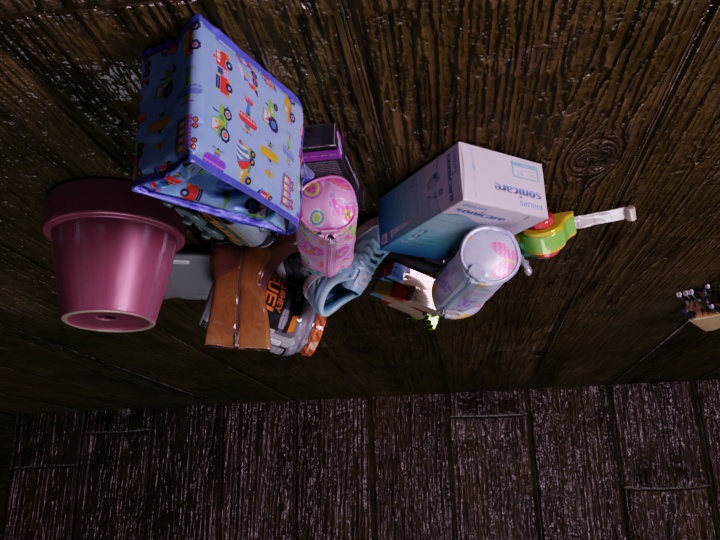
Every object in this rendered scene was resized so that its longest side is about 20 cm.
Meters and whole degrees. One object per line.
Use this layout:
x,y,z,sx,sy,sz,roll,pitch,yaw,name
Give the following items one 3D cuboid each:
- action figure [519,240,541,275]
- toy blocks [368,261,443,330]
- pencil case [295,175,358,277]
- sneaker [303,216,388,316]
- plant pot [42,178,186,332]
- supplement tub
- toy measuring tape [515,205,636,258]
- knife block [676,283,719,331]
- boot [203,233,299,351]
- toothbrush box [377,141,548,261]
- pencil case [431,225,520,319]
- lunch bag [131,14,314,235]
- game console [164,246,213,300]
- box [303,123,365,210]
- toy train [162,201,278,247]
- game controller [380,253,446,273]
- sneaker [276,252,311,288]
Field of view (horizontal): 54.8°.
0.233,-0.038,1.183,0.118,0.055,0.200,-10,156,32,action figure
0.082,0.037,1.253,0.136,0.100,0.200,22,169,-11,toy blocks
-0.046,-0.054,0.946,0.087,0.088,0.200,0,163,-4,pencil case
0.000,0.000,1.096,0.200,0.082,0.074,-44,133,12,sneaker
-0.357,-0.011,1.006,0.199,0.180,0.200,-1,163,0,plant pot
-0.165,0.072,1.196,0.200,0.123,0.123,20,157,-13,supplement tub
0.323,-0.061,1.078,0.199,0.074,0.074,-8,160,22,toy measuring tape
0.769,0.085,1.573,0.175,0.064,0.200,1,162,-6,knife block
-0.149,0.026,1.099,0.188,0.201,0.069,1,160,-9,boot
0.136,-0.086,0.967,0.146,0.086,0.200,8,160,-28,toothbrush box
0.157,0.008,0.983,0.091,0.083,0.200,-35,169,-17,pencil case
-0.117,-0.132,0.706,0.094,0.151,0.200,-15,157,37,lunch bag
-0.336,-0.005,1.279,0.199,0.117,0.176,1,132,-11,game console
-0.080,-0.125,0.915,0.143,0.036,0.200,-4,160,9,box
-0.179,-0.086,0.894,0.114,0.085,0.200,23,168,22,toy train
0.061,-0.030,1.224,0.104,0.042,0.200,1,168,45,game controller
-0.053,0.012,1.231,0.114,0.076,0.200,5,165,35,sneaker
